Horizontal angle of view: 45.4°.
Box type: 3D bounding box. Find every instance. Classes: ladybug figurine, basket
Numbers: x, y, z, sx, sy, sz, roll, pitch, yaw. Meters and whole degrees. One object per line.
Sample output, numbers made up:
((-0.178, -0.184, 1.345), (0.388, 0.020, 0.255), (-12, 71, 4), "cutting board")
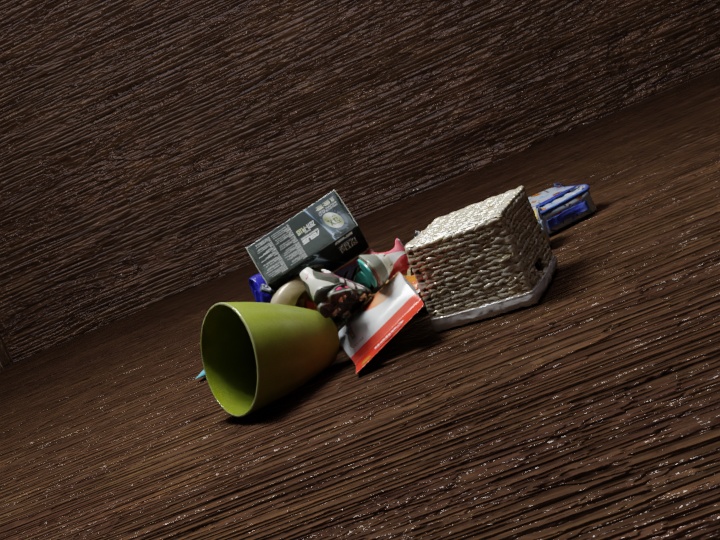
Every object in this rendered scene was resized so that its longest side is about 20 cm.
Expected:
((-0.087, 0.071, 1.611), (0.198, 0.138, 0.072), (4, 2, -35), "ladybug figurine")
((0.205, -0.021, 1.465), (0.198, 0.162, 0.198), (-20, 10, 29), "basket")

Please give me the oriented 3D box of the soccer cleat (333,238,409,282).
((0.000, 0.000, 1.698), (0.198, 0.077, 0.067), (-18, 3, -1), "soccer cleat")

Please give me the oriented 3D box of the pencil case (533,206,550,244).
((0.280, -0.055, 1.719), (0.198, 0.084, 0.091), (-21, 13, 17), "pencil case")

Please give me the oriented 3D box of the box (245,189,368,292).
((-0.095, -0.043, 1.633), (0.199, 0.087, 0.164), (-33, -16, 0), "box")

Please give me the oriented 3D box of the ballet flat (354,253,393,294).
((0.028, -0.003, 1.559), (0.063, 0.068, 0.200), (-35, -5, -10), "ballet flat")

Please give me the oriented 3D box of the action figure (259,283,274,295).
((-0.128, 0.101, 1.747), (0.198, 0.106, 0.193), (17, 10, 9), "action figure")

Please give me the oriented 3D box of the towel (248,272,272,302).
((-0.164, 0.049, 2.057), (0.199, 0.149, 0.049), (-28, 28, -33), "towel")

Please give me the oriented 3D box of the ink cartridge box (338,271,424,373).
((0.030, 0.085, 1.471), (0.162, 0.050, 0.200), (-45, 4, 4), "ink cartridge box")

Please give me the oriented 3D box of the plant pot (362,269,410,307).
((0.026, 0.044, 1.752), (0.197, 0.028, 0.201), (-6, 27, 3), "plant pot")

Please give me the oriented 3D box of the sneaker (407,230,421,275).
((0.145, -0.022, 1.673), (0.092, 0.071, 0.200), (13, -12, 9), "sneaker")

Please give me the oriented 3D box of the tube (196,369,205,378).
((-0.262, 0.181, 1.846), (0.198, 0.051, 0.077), (-25, 3, 23), "tube")

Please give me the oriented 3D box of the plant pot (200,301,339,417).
((-0.139, 0.133, 1.462), (0.198, 0.190, 0.186), (-10, -1, -38), "plant pot")

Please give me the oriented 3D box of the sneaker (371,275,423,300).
((0.111, 0.029, 1.618), (0.198, 0.073, 0.077), (-23, 47, -11), "sneaker")

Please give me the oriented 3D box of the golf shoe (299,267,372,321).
((-0.040, 0.035, 1.525), (0.077, 0.088, 0.200), (-45, -17, 6), "golf shoe")

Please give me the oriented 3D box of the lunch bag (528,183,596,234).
((0.403, -0.126, 1.856), (0.198, 0.076, 0.160), (-28, 12, -19), "lunch bag")
